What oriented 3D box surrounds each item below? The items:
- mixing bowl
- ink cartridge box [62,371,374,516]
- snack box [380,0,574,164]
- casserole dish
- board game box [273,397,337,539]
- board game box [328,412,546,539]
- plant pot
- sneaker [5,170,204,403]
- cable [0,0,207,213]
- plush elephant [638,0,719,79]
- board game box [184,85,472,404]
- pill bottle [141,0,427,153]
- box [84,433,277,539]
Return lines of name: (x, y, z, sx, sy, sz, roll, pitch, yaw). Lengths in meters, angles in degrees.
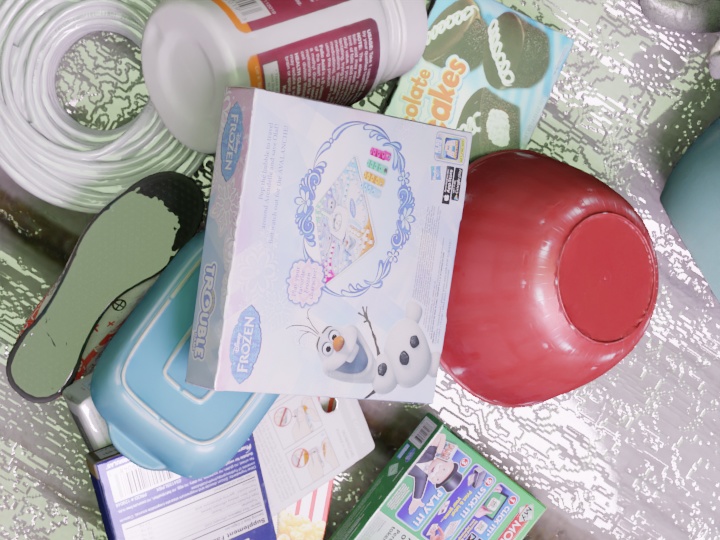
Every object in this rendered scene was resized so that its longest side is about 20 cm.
mixing bowl: (0.151, 0.005, 1.217, 0.198, 0.108, 0.203, 1, 89, -32)
ink cartridge box: (-0.103, 0.113, 1.211, 0.199, 0.047, 0.162, -30, 112, -21)
snack box: (0.075, -0.114, 1.276, 0.115, 0.037, 0.202, 24, 91, -6)
casserole dish: (-0.103, 0.051, 1.145, 0.121, 0.039, 0.201, 38, 65, -4)
board game box: (-0.094, 0.142, 1.270, 0.150, 0.046, 0.203, 9, 93, -7)
board game box: (0.040, 0.229, 1.273, 0.134, 0.029, 0.201, 40, 88, -31)
plant pot: (0.326, -0.044, 1.233, 0.160, 0.201, 0.202, -31, 96, 11)
sneaker: (-0.194, 0.009, 1.223, 0.067, 0.108, 0.202, 37, 87, -6)
cable: (-0.200, -0.145, 1.233, 0.197, 0.069, 0.203, -5, 94, -7)
plush elephant: (0.301, -0.233, 1.232, 0.164, 0.155, 0.201, -37, 96, -2)
board game box: (-0.019, -0.013, 1.128, 0.197, 0.043, 0.203, 7, 92, -40)
pill bottle: (-0.052, -0.166, 1.185, 0.199, 0.114, 0.115, -24, 97, -39)
box: (-0.118, 0.207, 1.176, 0.120, 0.032, 0.202, -19, 107, -23)
